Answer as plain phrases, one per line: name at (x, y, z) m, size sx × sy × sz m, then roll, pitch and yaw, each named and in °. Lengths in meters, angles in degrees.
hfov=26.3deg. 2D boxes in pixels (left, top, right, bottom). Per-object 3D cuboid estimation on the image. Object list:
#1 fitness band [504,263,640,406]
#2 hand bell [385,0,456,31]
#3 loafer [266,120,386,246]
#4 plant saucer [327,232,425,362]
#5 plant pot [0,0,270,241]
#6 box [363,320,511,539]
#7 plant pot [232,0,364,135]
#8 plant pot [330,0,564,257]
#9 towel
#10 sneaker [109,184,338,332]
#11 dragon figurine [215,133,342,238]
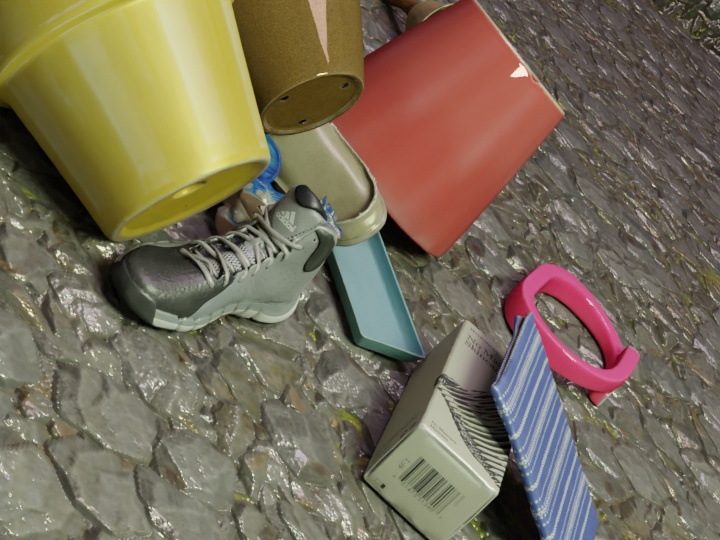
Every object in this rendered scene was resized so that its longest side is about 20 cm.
fitness band at (0.213, 0.060, 1.544) m, size 0.144 × 0.037 × 0.200 m, roll 47°, pitch 23°, yaw 5°
hand bell at (0.065, -0.318, 1.868) m, size 0.104 × 0.104 × 0.200 m, roll 24°, pitch 20°, yaw -38°
loafer at (-0.052, -0.101, 1.310) m, size 0.200 × 0.075 × 0.068 m, roll 48°, pitch -9°, yaw 28°
plant saucer at (0.000, 0.000, 1.313) m, size 0.069 × 0.019 × 0.201 m, roll 21°, pitch 32°, yaw -33°
plant pot at (-0.158, -0.133, 1.085) m, size 0.190 × 0.200 × 0.200 m, roll 63°, pitch 26°, yaw 5°
box at (0.071, 0.120, 1.182) m, size 0.082 × 0.068 × 0.200 m, roll 42°, pitch 24°, yaw -5°
plant pot at (-0.074, -0.221, 1.258) m, size 0.186 × 0.186 × 0.202 m, roll 6°, pitch 56°, yaw -54°
plant pot at (0.078, -0.142, 1.420) m, size 0.201 × 0.177 × 0.201 m, roll 50°, pitch 10°, yaw -12°
towel at (0.143, 0.149, 1.202) m, size 0.145 × 0.024 × 0.202 m, roll -56°, pitch 130°, yaw -64°
sneaker at (-0.085, -0.020, 1.096) m, size 0.075 × 0.116 × 0.199 m, roll 53°, pitch 25°, yaw 19°
dragon figurine at (-0.102, -0.083, 1.236) m, size 0.200 × 0.059 × 0.099 m, roll 47°, pitch 24°, yaw 1°
